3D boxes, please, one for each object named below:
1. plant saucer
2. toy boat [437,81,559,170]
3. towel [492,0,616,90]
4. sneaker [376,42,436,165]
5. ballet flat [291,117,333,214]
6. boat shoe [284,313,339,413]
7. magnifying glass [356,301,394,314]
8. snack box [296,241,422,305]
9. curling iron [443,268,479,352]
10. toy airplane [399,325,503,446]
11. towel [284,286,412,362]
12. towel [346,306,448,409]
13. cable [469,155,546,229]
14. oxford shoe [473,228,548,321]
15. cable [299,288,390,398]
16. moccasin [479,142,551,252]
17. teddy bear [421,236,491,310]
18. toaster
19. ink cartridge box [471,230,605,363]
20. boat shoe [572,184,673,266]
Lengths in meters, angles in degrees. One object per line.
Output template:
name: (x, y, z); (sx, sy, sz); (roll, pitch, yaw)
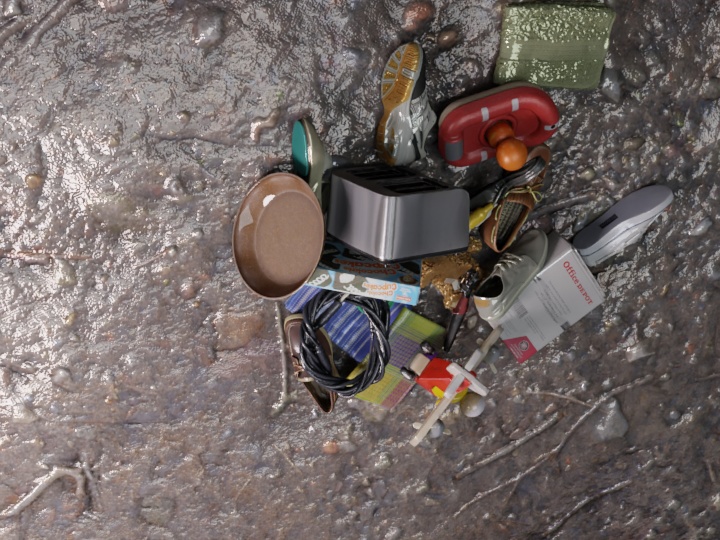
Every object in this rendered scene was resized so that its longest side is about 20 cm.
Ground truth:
plant saucer: (-0.122, -0.053, 1.612); (0.037, 0.200, 0.201); (7, 116, -50)
toy boat: (0.231, -0.216, 1.648); (0.199, 0.131, 0.131); (-19, 145, -7)
towel: (0.318, -0.368, 1.670); (0.199, 0.037, 0.149); (-2, 115, -17)
sneaker: (0.082, -0.268, 1.635); (0.087, 0.076, 0.201); (-7, 122, -31)
ballet flat: (-0.076, -0.154, 1.639); (0.069, 0.070, 0.201); (-4, 121, -16)
boat shoe: (-0.083, 0.166, 1.778); (0.072, 0.072, 0.201); (-9, 124, 12)
magnifying glass: (0.015, -0.014, 1.748); (0.079, 0.022, 0.201); (-17, 115, -15)
snack box: (0.000, 0.000, 1.670); (0.199, 0.116, 0.037); (11, 115, 0)
curling iron: (0.171, 0.073, 1.799); (0.050, 0.026, 0.200); (-39, 155, -39)
toy airplane: (0.171, 0.200, 1.762); (0.200, 0.199, 0.141); (-36, 110, 26)
towel: (-0.017, 0.065, 1.786); (0.200, 0.024, 0.145); (39, 99, -29)
towel: (0.063, 0.164, 1.846); (0.143, 0.023, 0.200); (27, 106, -40)
cable: (0.239, -0.131, 1.688); (0.200, 0.097, 0.050); (-31, 103, 36)
oxford shoe: (0.263, -0.001, 1.779); (0.200, 0.075, 0.058); (-52, 124, -20)
cable: (-0.027, 0.124, 1.733); (0.162, 0.051, 0.201); (0, 104, -23)
moccasin: (0.270, -0.126, 1.750); (0.073, 0.078, 0.202); (23, 107, -26)
teddy bear: (0.150, -0.014, 1.785); (0.200, 0.067, 0.145); (29, 114, -34)
toaster: (0.049, -0.089, 1.618); (0.199, 0.181, 0.119); (-10, 113, -33)
ink cartridge box: (0.322, 0.047, 1.850); (0.200, 0.085, 0.146); (-36, 120, 4)
boat shoe: (0.481, -0.081, 1.851); (0.200, 0.074, 0.065); (-32, 126, 11)
